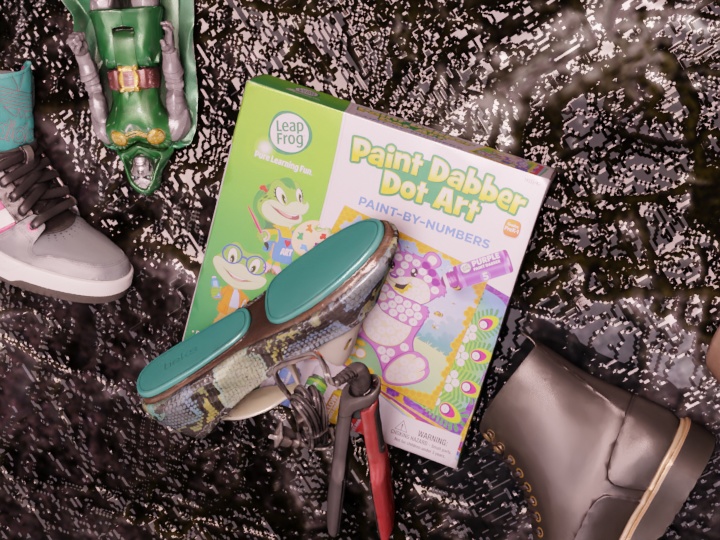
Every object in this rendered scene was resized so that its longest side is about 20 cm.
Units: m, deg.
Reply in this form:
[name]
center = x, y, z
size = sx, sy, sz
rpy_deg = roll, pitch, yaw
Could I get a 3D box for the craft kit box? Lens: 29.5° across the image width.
[craft kit box]
center = 0.000, 0.000, 0.868
size = 0.198, 0.049, 0.199
rpy_deg = 18, 104, 8

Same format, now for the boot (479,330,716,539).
[boot]
center = 0.114, 0.152, 0.868
size = 0.138, 0.077, 0.201
rpy_deg = 32, 95, 8

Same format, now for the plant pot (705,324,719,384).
[plant pot]
center = 0.293, 0.057, 0.749
size = 0.174, 0.200, 0.201
rpy_deg = 39, 110, 20

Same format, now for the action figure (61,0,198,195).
[action figure]
center = -0.145, -0.146, 0.863
size = 0.117, 0.055, 0.202
rpy_deg = -3, 107, 11

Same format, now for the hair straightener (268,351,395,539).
[hair straightener]
center = -0.021, 0.110, 0.840
size = 0.076, 0.041, 0.201
rpy_deg = 3, 146, 7

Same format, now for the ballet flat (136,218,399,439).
[ballet flat]
center = -0.045, 0.041, 0.840
size = 0.199, 0.074, 0.075
rpy_deg = -31, 95, 20

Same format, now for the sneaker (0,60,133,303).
[sneaker]
center = -0.223, -0.071, 0.885
size = 0.199, 0.084, 0.121
rpy_deg = 27, 118, 7
